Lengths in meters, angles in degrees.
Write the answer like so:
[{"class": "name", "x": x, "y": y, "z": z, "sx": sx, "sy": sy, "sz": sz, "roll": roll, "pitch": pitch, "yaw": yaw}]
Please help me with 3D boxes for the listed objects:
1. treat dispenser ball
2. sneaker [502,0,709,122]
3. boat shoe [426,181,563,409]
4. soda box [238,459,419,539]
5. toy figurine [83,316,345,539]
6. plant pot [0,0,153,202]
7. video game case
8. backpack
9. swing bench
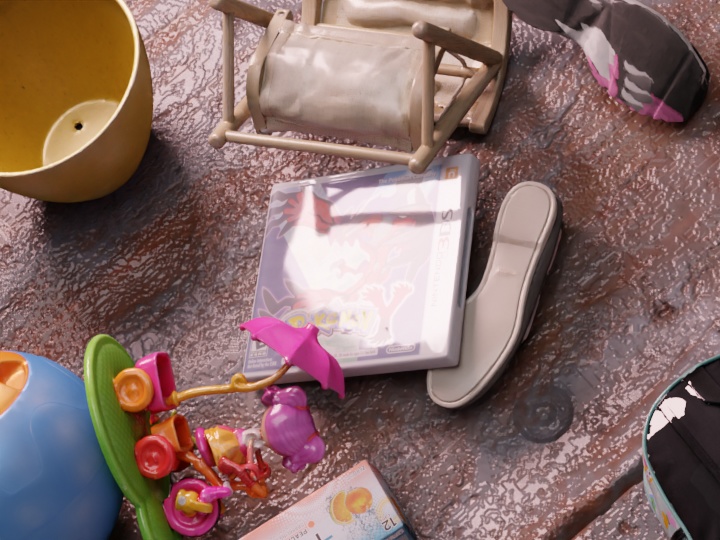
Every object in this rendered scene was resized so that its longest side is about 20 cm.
[{"class": "treat dispenser ball", "x": -0.286, "y": 0.164, "z": 1.626, "sx": 0.199, "sy": 0.201, "sz": 0.203, "roll": -7, "pitch": 63, "yaw": 14}, {"class": "sneaker", "x": 0.216, "y": -0.209, "z": 1.717, "sx": 0.200, "sy": 0.086, "sz": 0.081, "roll": 43, "pitch": 120, "yaw": 10}, {"class": "boat shoe", "x": 0.117, "y": 0.027, "z": 1.653, "sx": 0.066, "sy": 0.057, "sz": 0.201, "roll": 18, "pitch": 77, "yaw": 28}, {"class": "soda box", "x": -0.054, "y": 0.234, "z": 1.594, "sx": 0.199, "sy": 0.064, "sz": 0.069, "roll": -32, "pitch": 60, "yaw": 2}, {"class": "toy figurine", "x": -0.098, "y": 0.120, "z": 1.620, "sx": 0.183, "sy": 0.150, "sz": 0.202, "roll": -18, "pitch": 84, "yaw": 11}, {"class": "plant pot", "x": -0.261, "y": -0.140, "z": 1.800, "sx": 0.198, "sy": 0.142, "sz": 0.202, "roll": -7, "pitch": 63, "yaw": 14}, {"class": "video game case", "x": 0.000, "y": 0.000, "z": 1.688, "sx": 0.199, "sy": 0.023, "sz": 0.184, "roll": -8, "pitch": 62, "yaw": 31}, {"class": "backpack", "x": 0.296, "y": 0.160, "z": 1.464, "sx": 0.175, "sy": 0.153, "sz": 0.201, "roll": -30, "pitch": 69, "yaw": -1}, {"class": "swing bench", "x": 0.002, "y": -0.175, "z": 1.723, "sx": 0.197, "sy": 0.200, "sz": 0.131, "roll": 9, "pitch": 109, "yaw": 23}]
